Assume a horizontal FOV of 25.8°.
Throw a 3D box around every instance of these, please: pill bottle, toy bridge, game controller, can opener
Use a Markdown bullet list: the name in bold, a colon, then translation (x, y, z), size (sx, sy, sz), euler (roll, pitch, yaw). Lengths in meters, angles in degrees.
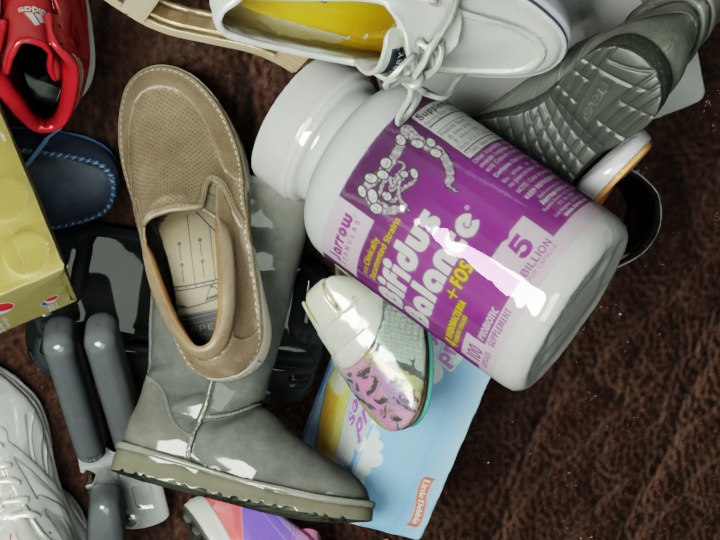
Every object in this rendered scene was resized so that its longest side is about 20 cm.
- **pill bottle**: translation (0.039, -0.033, 0.876), size (0.199, 0.112, 0.113), euler (35, 104, 16)
- **toy bridge**: translation (-0.110, -0.164, 0.865), size (0.199, 0.027, 0.067), euler (31, 142, -17)
- **game controller**: translation (-0.116, 0.029, 1.031), size (0.198, 0.042, 0.106), euler (9, 95, -16)
- **can opener**: translation (-0.162, 0.112, 1.016), size (0.052, 0.067, 0.202), euler (-5, 130, 0)

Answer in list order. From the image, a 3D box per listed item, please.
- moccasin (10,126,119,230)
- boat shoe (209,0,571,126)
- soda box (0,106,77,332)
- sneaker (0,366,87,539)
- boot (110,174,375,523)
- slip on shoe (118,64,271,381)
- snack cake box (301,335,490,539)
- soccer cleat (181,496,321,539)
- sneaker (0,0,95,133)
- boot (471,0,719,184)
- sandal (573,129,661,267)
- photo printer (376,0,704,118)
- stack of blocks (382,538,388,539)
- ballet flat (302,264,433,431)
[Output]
- **moccasin**: translation (-0.244, -0.040, 0.950), size (0.197, 0.068, 0.081), euler (-6, 113, -10)
- **boat shoe**: translation (0.018, -0.121, 0.813), size (0.200, 0.087, 0.075), euler (13, 140, -17)
- **soda box**: translation (-0.227, -0.066, 0.882), size (0.067, 0.064, 0.202), euler (-22, 76, -10)
- **sneaker**: translation (-0.225, 0.146, 1.013), size (0.077, 0.100, 0.201), euler (-26, 115, -1)
- **boot**: translation (-0.058, 0.045, 0.977), size (0.180, 0.073, 0.202), euler (15, 76, -3)
- **slip on shoe**: translation (-0.104, -0.034, 0.930), size (0.075, 0.061, 0.202), euler (-16, 75, 14)
- **snack cake box**: translation (0.033, 0.057, 1.027), size (0.067, 0.115, 0.202), euler (16, 107, -18)
- **soccer cleat**: translation (-0.038, 0.219, 1.056), size (0.073, 0.068, 0.200), euler (-35, 72, -16)
- **sneaker**: translation (-0.181, -0.174, 0.883), size (0.077, 0.116, 0.202), euler (-12, 114, -7)
- **boot**: translation (0.136, -0.105, 0.920), size (0.068, 0.199, 0.131), euler (51, 51, -7)
- **sandal**: translation (0.152, -0.030, 0.972), size (0.079, 0.207, 0.059), euler (-42, 85, -5)
- **photo printer**: translation (0.104, -0.151, 0.983), size (0.198, 0.070, 0.168), euler (-19, 115, -5)
- **stack of blocks**: translation (-0.056, 0.282, 1.130), size (0.198, 0.059, 0.116), euler (-16, 114, -6)
- **ballet flat**: translation (0.000, 0.000, 0.949), size (0.071, 0.202, 0.069), euler (23, 141, -34)
